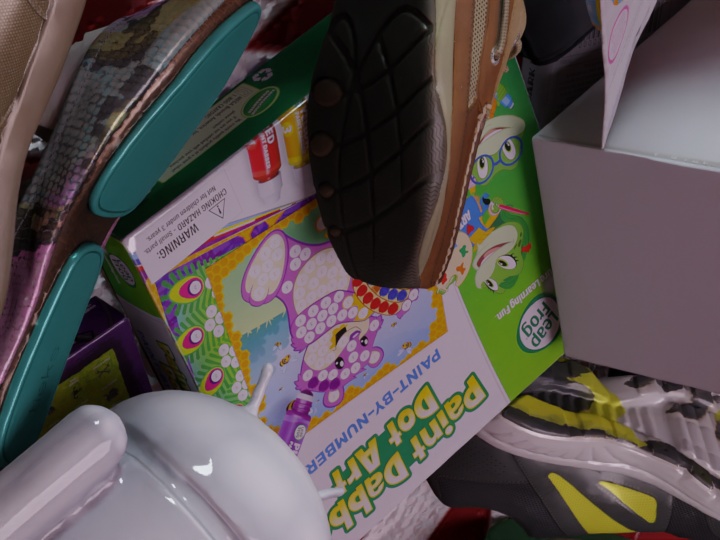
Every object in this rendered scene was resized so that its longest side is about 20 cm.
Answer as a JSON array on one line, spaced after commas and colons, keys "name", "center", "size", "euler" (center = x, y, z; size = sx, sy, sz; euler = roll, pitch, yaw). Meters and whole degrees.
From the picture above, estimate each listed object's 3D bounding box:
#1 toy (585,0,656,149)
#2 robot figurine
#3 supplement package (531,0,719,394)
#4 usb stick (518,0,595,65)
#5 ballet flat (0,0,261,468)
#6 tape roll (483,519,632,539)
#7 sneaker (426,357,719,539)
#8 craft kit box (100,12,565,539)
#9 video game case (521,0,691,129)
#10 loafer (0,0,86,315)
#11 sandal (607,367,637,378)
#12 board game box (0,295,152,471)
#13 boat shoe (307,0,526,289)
[{"name": "toy", "center": [0.091, -0.152, 0.765], "size": [0.200, 0.047, 0.116], "euler": [82, 28, -60]}, {"name": "robot figurine", "center": [-0.090, 0.124, 0.744], "size": [0.200, 0.113, 0.170], "euler": [-42, 139, -19]}, {"name": "supplement package", "center": [0.183, -0.048, 0.900], "size": [0.200, 0.117, 0.117], "euler": [-40, 130, -40]}, {"name": "usb stick", "center": [0.051, -0.167, 0.814], "size": [0.055, 0.033, 0.200], "euler": [-37, 131, -5]}, {"name": "ballet flat", "center": [-0.111, -0.026, 0.714], "size": [0.201, 0.071, 0.069], "euler": [-61, 170, 4]}, {"name": "tape roll", "center": [0.147, 0.188, 1.000], "size": [0.200, 0.200, 0.048], "euler": [11, 104, -48]}, {"name": "sneaker", "center": [0.120, 0.095, 0.987], "size": [0.199, 0.075, 0.085], "euler": [21, 131, -20]}, {"name": "craft kit box", "center": [0.000, 0.000, 0.846], "size": [0.200, 0.048, 0.198], "euler": [-40, 131, -22]}, {"name": "video game case", "center": [0.146, -0.067, 0.991], "size": [0.199, 0.023, 0.183], "euler": [-17, 123, -40]}, {"name": "loafer", "center": [-0.152, -0.036, 0.668], "size": [0.067, 0.076, 0.201], "euler": [13, 94, -46]}, {"name": "sandal", "center": [0.156, 0.042, 1.034], "size": [0.200, 0.043, 0.076], "euler": [-43, 142, 7]}, {"name": "board game box", "center": [-0.158, 0.111, 0.775], "size": [0.200, 0.032, 0.121], "euler": [-36, 129, -26]}, {"name": "boat shoe", "center": [0.031, -0.093, 0.761], "size": [0.074, 0.075, 0.201], "euler": [-7, 107, -39]}]
